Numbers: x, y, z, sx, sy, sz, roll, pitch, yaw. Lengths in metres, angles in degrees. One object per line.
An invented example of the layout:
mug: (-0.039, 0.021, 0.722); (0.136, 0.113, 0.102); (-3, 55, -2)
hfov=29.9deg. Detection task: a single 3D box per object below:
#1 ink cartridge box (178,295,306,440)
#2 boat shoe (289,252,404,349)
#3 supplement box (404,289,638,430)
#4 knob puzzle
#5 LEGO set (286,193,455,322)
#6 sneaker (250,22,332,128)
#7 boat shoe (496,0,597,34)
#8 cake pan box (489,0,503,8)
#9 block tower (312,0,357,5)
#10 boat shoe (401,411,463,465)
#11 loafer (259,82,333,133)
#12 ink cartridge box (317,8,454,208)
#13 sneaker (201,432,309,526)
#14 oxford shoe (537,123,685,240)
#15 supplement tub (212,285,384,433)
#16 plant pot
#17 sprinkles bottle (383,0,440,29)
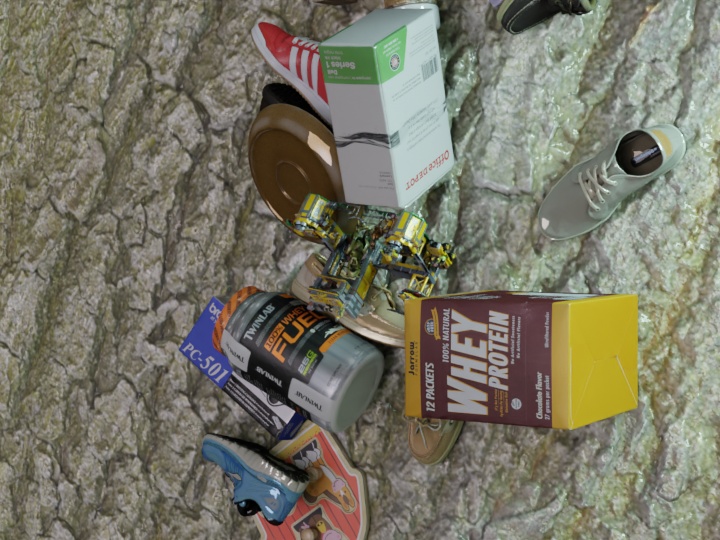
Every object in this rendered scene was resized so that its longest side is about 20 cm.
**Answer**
ink cartridge box: (-0.145, 0.130, 1.810); (0.200, 0.044, 0.094); (39, 102, 25)
boat shoe: (0.001, 0.037, 1.703); (0.200, 0.074, 0.069); (26, 101, 24)
supplement box: (0.183, 0.094, 1.519); (0.200, 0.197, 0.133); (1, 93, 33)
knob puzzle: (-0.069, 0.320, 1.786); (0.219, 0.030, 0.220); (1, 93, 32)
LEGO set: (0.000, 0.000, 1.605); (0.200, 0.154, 0.116); (16, 68, 23)
sneaker: (-0.046, -0.276, 1.720); (0.200, 0.071, 0.113); (46, 118, 14)
boat shoe: (0.244, -0.323, 1.534); (0.200, 0.073, 0.065); (-34, 70, 29)
cake pan box: (0.189, -0.436, 1.577); (0.184, 0.052, 0.200); (-32, 75, 27)
block tower: (-0.030, -0.441, 1.712); (0.054, 0.058, 0.201); (-1, 93, 32)
boat shoe: (0.091, 0.145, 1.658); (0.073, 0.063, 0.201); (18, 102, 30)
loafer: (-0.059, -0.160, 1.741); (0.200, 0.073, 0.071); (46, 127, 25)
ink cartridge box: (0.034, -0.192, 1.592); (0.084, 0.146, 0.201); (7, 119, 31)
sneaker: (-0.155, 0.275, 1.781); (0.200, 0.078, 0.090); (21, 90, 50)
oxford shoe: (0.276, -0.102, 1.534); (0.200, 0.058, 0.075); (-35, 77, 30)
supplement tub: (-0.080, 0.106, 1.697); (0.200, 0.122, 0.123); (29, 107, 22)
plant pot: (-0.078, -0.115, 1.714); (0.200, 0.027, 0.200); (30, 140, 30)
sprinkles bottle: (0.053, -0.390, 1.654); (0.068, 0.068, 0.201); (-9, 87, 32)
